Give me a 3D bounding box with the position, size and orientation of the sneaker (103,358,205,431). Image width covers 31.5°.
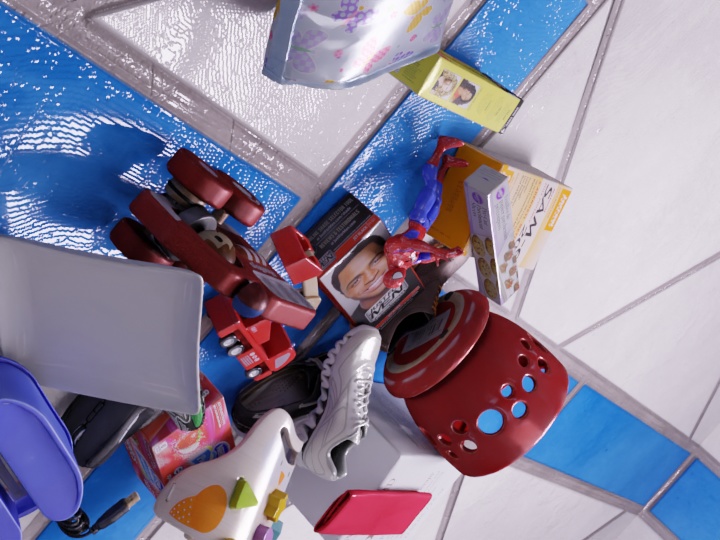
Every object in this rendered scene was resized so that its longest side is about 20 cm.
[{"bbox_3d":[-0.226,0.092,1.308,0.085,0.078,0.200,-33,117,-2],"label":"sneaker"}]

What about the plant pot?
[{"bbox_3d":[0.142,0.142,1.673,0.182,0.200,0.200,43,91,-18],"label":"plant pot"}]

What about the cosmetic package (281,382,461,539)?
[{"bbox_3d":[0.009,0.265,1.761,0.167,0.166,0.200,-54,149,14],"label":"cosmetic package"}]

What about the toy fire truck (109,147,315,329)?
[{"bbox_3d":[-0.132,-0.015,1.223,0.112,0.168,0.200,-49,161,4],"label":"toy fire truck"}]

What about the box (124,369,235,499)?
[{"bbox_3d":[-0.208,0.193,1.464,0.100,0.095,0.200,-35,149,-22],"label":"box"}]

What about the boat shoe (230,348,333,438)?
[{"bbox_3d":[-0.073,0.143,1.608,0.200,0.074,0.060,-23,148,-22],"label":"boat shoe"}]

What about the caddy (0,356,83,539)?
[{"bbox_3d":[-0.355,0.174,1.227,0.141,0.105,0.200,-31,125,-13],"label":"caddy"}]

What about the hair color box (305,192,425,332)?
[{"bbox_3d":[0.000,0.000,1.533,0.102,0.061,0.200,-44,150,-4],"label":"hair color box"}]

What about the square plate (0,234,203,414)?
[{"bbox_3d":[-0.244,0.049,1.197,0.028,0.200,0.198,-78,177,-46],"label":"square plate"}]

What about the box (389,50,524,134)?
[{"bbox_3d":[0.100,-0.206,1.401,0.200,0.075,0.050,12,115,-55],"label":"box"}]

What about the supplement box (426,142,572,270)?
[{"bbox_3d":[0.178,-0.079,1.636,0.200,0.073,0.126,8,110,-56],"label":"supplement box"}]

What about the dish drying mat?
[{"bbox_3d":[0.019,0.311,1.645,0.077,0.018,0.200,-53,148,13],"label":"dish drying mat"}]

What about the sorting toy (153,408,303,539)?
[{"bbox_3d":[-0.126,0.255,1.480,0.180,0.107,0.200,-59,157,-20],"label":"sorting toy"}]

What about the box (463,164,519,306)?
[{"bbox_3d":[0.159,-0.039,1.541,0.039,0.041,0.200,-42,144,-24],"label":"box"}]

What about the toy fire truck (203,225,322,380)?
[{"bbox_3d":[-0.097,0.042,1.435,0.141,0.049,0.200,-27,149,0],"label":"toy fire truck"}]

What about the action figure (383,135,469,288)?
[{"bbox_3d":[0.094,-0.056,1.477,0.200,0.099,0.065,-61,152,-23],"label":"action figure"}]

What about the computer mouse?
[{"bbox_3d":[-0.263,0.180,1.330,0.200,0.140,0.046,-39,154,-14],"label":"computer mouse"}]

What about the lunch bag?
[{"bbox_3d":[-0.002,-0.267,1.146,0.200,0.127,0.170,-33,151,-41],"label":"lunch bag"}]

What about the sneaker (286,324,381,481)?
[{"bbox_3d":[-0.015,0.164,1.563,0.075,0.081,0.200,12,104,-47],"label":"sneaker"}]

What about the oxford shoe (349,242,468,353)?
[{"bbox_3d":[0.081,0.034,1.664,0.200,0.073,0.071,-41,149,-17],"label":"oxford shoe"}]
